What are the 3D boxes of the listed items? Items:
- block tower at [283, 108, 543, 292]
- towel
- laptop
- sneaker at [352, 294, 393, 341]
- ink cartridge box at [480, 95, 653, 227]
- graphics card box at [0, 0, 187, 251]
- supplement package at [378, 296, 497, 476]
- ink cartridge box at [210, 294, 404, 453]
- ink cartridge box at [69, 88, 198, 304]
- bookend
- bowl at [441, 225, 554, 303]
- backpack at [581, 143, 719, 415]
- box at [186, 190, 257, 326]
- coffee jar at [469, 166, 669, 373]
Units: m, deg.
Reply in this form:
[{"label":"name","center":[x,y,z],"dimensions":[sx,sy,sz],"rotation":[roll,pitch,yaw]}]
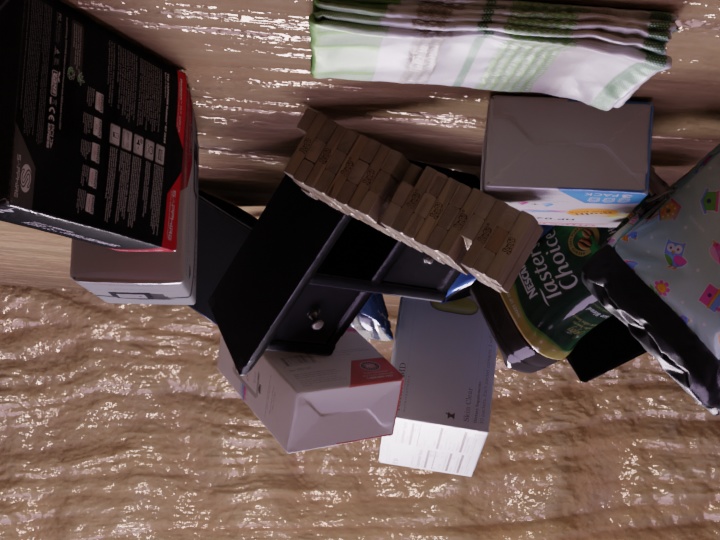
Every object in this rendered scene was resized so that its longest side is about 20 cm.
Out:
[{"label":"block tower","center":[0.035,-0.050,0.912],"dimensions":[0.199,0.058,0.054],"rotation":[30,177,26]},{"label":"towel","center":[0.069,-0.122,0.721],"dimensions":[0.198,0.031,0.149],"rotation":[4,174,-2]},{"label":"laptop","center":[0.264,0.022,1.257],"dimensions":[0.186,0.117,0.200],"rotation":[-25,175,-2]},{"label":"sneaker","center":[-0.015,0.049,1.357],"dimensions":[0.085,0.078,0.200],"rotation":[-16,178,-4]},{"label":"ink cartridge box","center":[0.150,-0.075,0.947],"dimensions":[0.114,0.068,0.200],"rotation":[3,174,5]},{"label":"graphics card box","center":[-0.172,-0.084,0.757],"dimensions":[0.050,0.127,0.200],"rotation":[2,175,17]},{"label":"supplement package","center":[0.089,0.101,1.366],"dimensions":[0.110,0.201,0.156],"rotation":[8,154,2]},{"label":"ink cartridge box","center":[-0.060,0.088,1.190],"dimensions":[0.116,0.068,0.200],"rotation":[-4,-152,-30]},{"label":"ink cartridge box","center":[-0.171,-0.052,0.972],"dimensions":[0.083,0.147,0.200],"rotation":[1,174,-5]},{"label":"bookend","center":[0.000,0.000,1.115],"dimensions":[0.198,0.092,0.200],"rotation":[9,128,-39]},{"label":"bowl","center":[0.156,-0.021,1.231],"dimensions":[0.199,0.040,0.201],"rotation":[-23,172,-3]},{"label":"backpack","center":[0.278,-0.013,0.895],"dimensions":[0.167,0.200,0.126],"rotation":[48,-169,14]},{"label":"box","center":[-0.137,-0.004,1.369],"dimensions":[0.148,0.108,0.200],"rotation":[32,-178,17]},{"label":"coffee jar","center":[0.193,0.001,1.084],"dimensions":[0.200,0.105,0.085],"rotation":[-39,149,24]}]
